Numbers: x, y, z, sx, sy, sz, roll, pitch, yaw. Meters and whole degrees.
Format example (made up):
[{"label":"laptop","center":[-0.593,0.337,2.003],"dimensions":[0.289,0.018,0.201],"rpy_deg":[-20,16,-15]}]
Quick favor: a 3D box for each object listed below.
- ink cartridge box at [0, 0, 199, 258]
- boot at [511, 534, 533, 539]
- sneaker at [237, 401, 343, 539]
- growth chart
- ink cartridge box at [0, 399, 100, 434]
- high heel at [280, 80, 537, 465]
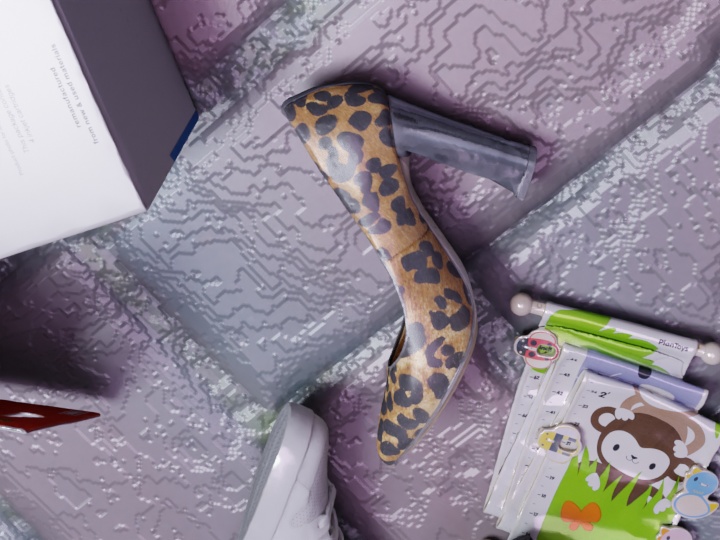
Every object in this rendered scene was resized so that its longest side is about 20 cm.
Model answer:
[{"label":"ink cartridge box","center":[-0.213,-0.089,0.988],"dimensions":[0.199,0.147,0.145],"rpy_deg":[-17,111,14]},{"label":"boot","center":[0.075,0.264,1.112],"dimensions":[0.132,0.070,0.200],"rpy_deg":[41,102,6]},{"label":"sneaker","center":[-0.017,0.170,1.128],"dimensions":[0.115,0.074,0.200],"rpy_deg":[14,125,-2]},{"label":"growth chart","center":[0.145,0.112,1.108],"dimensions":[0.144,0.018,0.201],"rpy_deg":[10,117,3]},{"label":"ink cartridge box","center":[-0.243,0.054,1.029],"dimensions":[0.173,0.200,0.044],"rpy_deg":[6,89,3]},{"label":"high heel","center":[0.000,0.000,1.040],"dimensions":[0.142,0.071,0.201],"rpy_deg":[18,99,-9]}]
